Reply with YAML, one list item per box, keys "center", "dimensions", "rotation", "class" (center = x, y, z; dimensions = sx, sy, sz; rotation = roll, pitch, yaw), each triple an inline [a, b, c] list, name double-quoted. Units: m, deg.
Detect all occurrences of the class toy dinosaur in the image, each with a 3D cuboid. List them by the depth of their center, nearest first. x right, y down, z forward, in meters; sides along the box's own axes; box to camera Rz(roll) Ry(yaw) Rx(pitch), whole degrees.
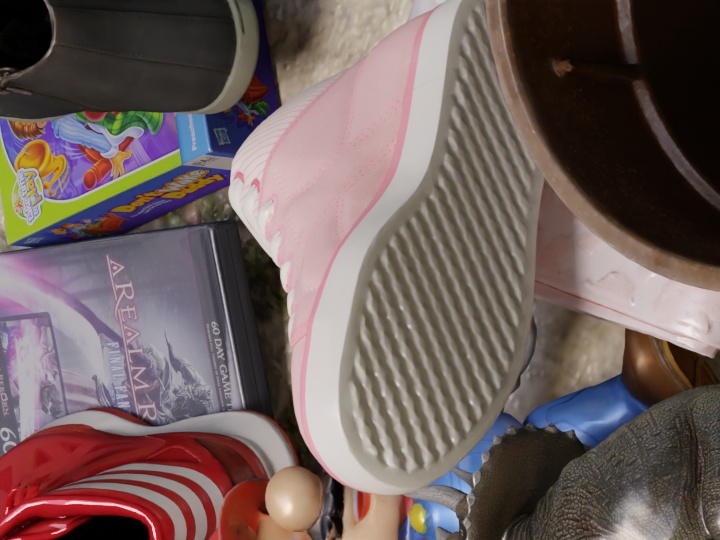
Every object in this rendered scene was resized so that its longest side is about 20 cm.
- center: [0.107, 0.076, 0.857]
  dimensions: [0.200, 0.077, 0.102]
  rotation: [-22, 73, 16]
  class: "toy dinosaur"

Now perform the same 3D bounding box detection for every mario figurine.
- center: [0.023, 0.079, 0.968]
  dimensions: [0.200, 0.123, 0.106]
  rotation: [-23, 101, 25]
  class: "mario figurine"

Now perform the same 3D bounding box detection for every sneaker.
- center: [0.000, 0.000, 0.923]
  dimensions: [0.105, 0.075, 0.200]
  rotation: [-22, 39, 39]
  class: "sneaker"
- center: [-0.127, 0.100, 1.099]
  dimensions: [0.200, 0.115, 0.079]
  rotation: [-20, 86, 43]
  class: "sneaker"
- center: [-0.143, -0.101, 1.107]
  dimensions: [0.200, 0.106, 0.075]
  rotation: [3, 89, 46]
  class: "sneaker"

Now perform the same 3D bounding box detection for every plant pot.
- center: [0.174, -0.087, 0.796]
  dimensions: [0.200, 0.198, 0.201]
  rotation: [-6, 82, 44]
  class: "plant pot"

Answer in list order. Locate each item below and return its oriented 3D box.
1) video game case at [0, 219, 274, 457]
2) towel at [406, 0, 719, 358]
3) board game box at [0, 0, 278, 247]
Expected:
- center: [-0.113, 0.059, 1.170]
  dimensions: [0.200, 0.019, 0.143]
  rotation: [-7, 95, 45]
  class: "video game case"
- center: [0.089, -0.086, 0.966]
  dimensions: [0.191, 0.032, 0.200]
  rotation: [19, 87, 44]
  class: "towel"
- center: [-0.107, -0.123, 1.180]
  dimensions: [0.134, 0.045, 0.200]
  rotation: [-22, 72, 41]
  class: "board game box"
